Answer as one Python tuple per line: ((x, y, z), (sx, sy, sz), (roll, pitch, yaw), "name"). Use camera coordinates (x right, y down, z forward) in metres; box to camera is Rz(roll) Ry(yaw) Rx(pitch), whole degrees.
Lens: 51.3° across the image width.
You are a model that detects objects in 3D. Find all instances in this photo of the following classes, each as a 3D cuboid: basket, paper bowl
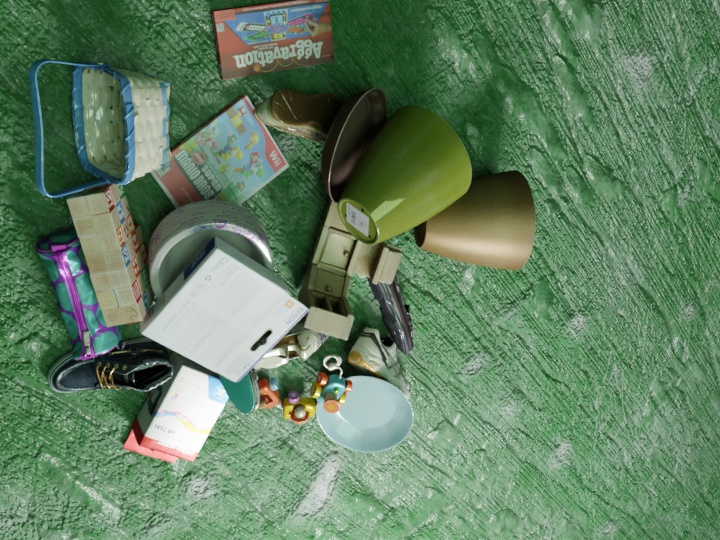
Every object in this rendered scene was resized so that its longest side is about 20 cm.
((-0.370, -0.203, 1.060), (0.198, 0.136, 0.181), (-22, 123, -54), "basket")
((-0.243, -0.024, 1.213), (0.195, 0.106, 0.204), (-9, 132, -10), "paper bowl")

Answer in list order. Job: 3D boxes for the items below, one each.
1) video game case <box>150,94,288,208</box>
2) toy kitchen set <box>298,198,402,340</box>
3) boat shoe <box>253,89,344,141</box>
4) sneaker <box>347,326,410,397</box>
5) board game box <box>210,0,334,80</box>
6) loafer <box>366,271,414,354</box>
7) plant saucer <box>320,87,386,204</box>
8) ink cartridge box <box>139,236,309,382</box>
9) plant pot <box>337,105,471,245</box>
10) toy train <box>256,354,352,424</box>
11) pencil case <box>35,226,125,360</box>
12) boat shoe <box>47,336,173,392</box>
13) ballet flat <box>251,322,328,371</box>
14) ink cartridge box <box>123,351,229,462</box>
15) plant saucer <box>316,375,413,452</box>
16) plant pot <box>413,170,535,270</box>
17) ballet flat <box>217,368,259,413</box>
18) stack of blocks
((-0.230, -0.171, 1.234), (0.199, 0.017, 0.144), (-39, 122, -10), "video game case")
((0.000, 0.000, 1.303), (0.159, 0.181, 0.205), (17, 102, -12), "toy kitchen set")
((-0.088, -0.257, 1.248), (0.197, 0.062, 0.076), (7, 83, -48), "boat shoe")
((0.056, 0.184, 1.498), (0.200, 0.074, 0.089), (47, 60, -45), "sneaker")
((-0.137, -0.374, 1.203), (0.195, 0.019, 0.106), (-16, 118, -22), "board game box")
((0.074, 0.072, 1.468), (0.062, 0.072, 0.203), (-32, 119, -17), "loafer")
((-0.015, -0.213, 1.263), (0.202, 0.034, 0.202), (-57, 162, -29), "plant saucer")
((-0.215, 0.068, 1.198), (0.199, 0.041, 0.199), (-43, 125, 16), "ink cartridge box")
((0.057, -0.141, 1.265), (0.200, 0.185, 0.190), (-43, 125, -26), "plant pot")
((-0.112, 0.235, 1.400), (0.195, 0.056, 0.152), (-20, 134, 9), "toy train")
((-0.433, 0.037, 1.162), (0.083, 0.093, 0.205), (-11, 114, -4), "pencil case")
((-0.407, 0.164, 1.227), (0.196, 0.091, 0.073), (-16, 117, -22), "boat shoe")
((-0.131, 0.144, 1.383), (0.196, 0.072, 0.074), (-14, 116, -24), "ballet flat")
((-0.321, 0.257, 1.324), (0.115, 0.067, 0.203), (26, 95, -34), "ink cartridge box")
((0.009, 0.277, 1.496), (0.195, 0.039, 0.206), (3, 122, 4), "plant saucer")
((0.203, -0.092, 1.423), (0.194, 0.187, 0.192), (-2, 112, -12), "plant pot")
((-0.222, 0.148, 1.301), (0.073, 0.074, 0.204), (-28, 94, -15), "ballet flat")
((-0.374, -0.034, 1.144), (0.057, 0.116, 0.205), (-9, 112, 1), "stack of blocks")
